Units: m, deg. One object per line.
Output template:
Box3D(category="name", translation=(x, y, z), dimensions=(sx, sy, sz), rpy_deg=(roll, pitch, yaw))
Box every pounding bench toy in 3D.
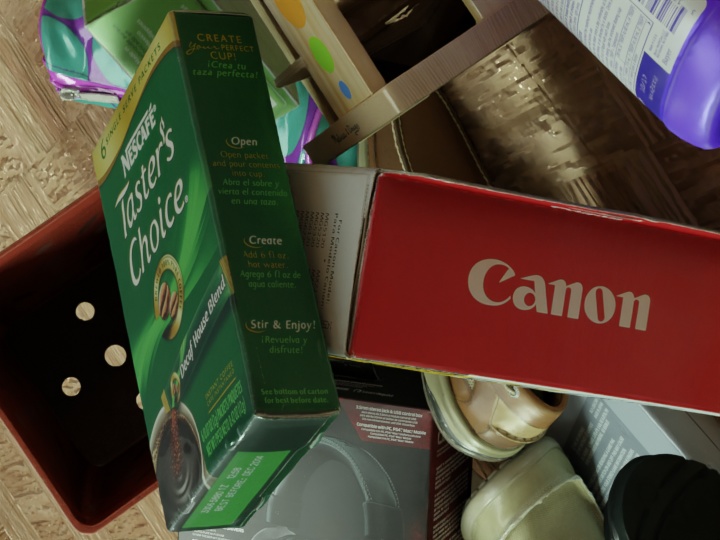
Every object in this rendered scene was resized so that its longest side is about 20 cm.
Box3D(category="pounding bench toy", translation=(-0.008, -0.148, 1.088), dimensions=(0.157, 0.124, 0.200), rpy_deg=(56, 161, -2))

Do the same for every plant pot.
Box3D(category="plant pot", translation=(-0.179, 0.059, 1.746), dimensions=(0.201, 0.199, 0.176), rpy_deg=(55, 171, 1))

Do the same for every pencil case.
Box3D(category="pencil case", translation=(-0.080, -0.105, 1.298), dimensions=(0.199, 0.093, 0.085), rpy_deg=(21, 158, 28))

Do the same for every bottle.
Box3D(category="bottle", translation=(0.095, -0.140, 0.945), dimensions=(0.200, 0.065, 0.084), rpy_deg=(47, 149, 23))

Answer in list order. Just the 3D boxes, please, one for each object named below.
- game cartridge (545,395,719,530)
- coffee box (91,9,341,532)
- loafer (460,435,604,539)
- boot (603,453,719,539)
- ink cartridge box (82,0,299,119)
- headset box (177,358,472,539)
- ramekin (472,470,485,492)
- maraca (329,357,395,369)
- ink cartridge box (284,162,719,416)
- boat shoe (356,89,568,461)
Box3D(category="game cartridge", translation=(0.140, 0.097, 1.270), dimensions=(0.133, 0.040, 0.200), rpy_deg=(47, 159, 14))
Box3D(category="coffee box", translation=(-0.068, 0.000, 1.044), dimensions=(0.123, 0.044, 0.201), rpy_deg=(129, 135, -53))
Box3D(category="loafer", translation=(0.107, 0.159, 1.296), dimensions=(0.068, 0.076, 0.200), rpy_deg=(42, 166, 29))
Box3D(category="boot", translation=(0.166, 0.174, 1.205), dimensions=(0.198, 0.074, 0.162), rpy_deg=(38, 155, -15))
Box3D(category="ink cartridge box", translation=(-0.093, -0.159, 1.204), dimensions=(0.104, 0.059, 0.201), rpy_deg=(49, -162, -37))
Box3D(category="headset box", translation=(-0.019, 0.134, 1.284), dimensions=(0.148, 0.077, 0.202), rpy_deg=(7, 105, 20))
Box3D(category="ramekin", translation=(0.047, 0.219, 1.423), dimensions=(0.200, 0.105, 0.201), rpy_deg=(42, -157, -23))
Box3D(category="maraca", translation=(0.000, 0.000, 1.350), dimensions=(0.137, 0.106, 0.202), rpy_deg=(18, 113, 55))
Box3D(category="ink cartridge box", translation=(0.067, 0.009, 1.051), dimensions=(0.175, 0.199, 0.085), rpy_deg=(8, 88, 64))
Box3D(category="boat shoe", translation=(0.061, -0.006, 1.213), dimensions=(0.074, 0.075, 0.201), rpy_deg=(-29, 77, 49))
